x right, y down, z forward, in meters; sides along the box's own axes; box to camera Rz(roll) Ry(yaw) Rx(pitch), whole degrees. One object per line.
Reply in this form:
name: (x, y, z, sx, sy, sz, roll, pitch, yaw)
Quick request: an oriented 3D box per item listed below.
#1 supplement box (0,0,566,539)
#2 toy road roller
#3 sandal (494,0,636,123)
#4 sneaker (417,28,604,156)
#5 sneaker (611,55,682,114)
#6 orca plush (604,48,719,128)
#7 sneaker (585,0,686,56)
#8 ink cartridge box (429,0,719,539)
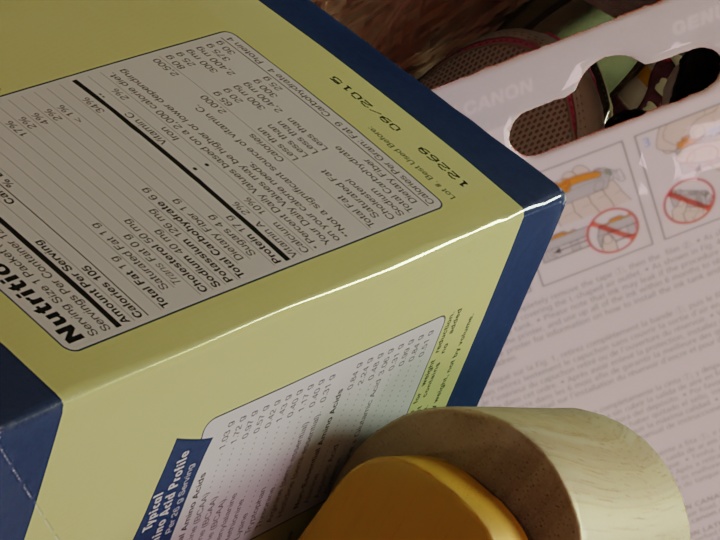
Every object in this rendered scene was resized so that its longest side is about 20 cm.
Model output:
supplement box: (-0.086, 0.046, 0.641, 0.200, 0.134, 0.200, -22, 142, -48)
toy road roller: (0.031, 0.144, 0.639, 0.200, 0.146, 0.123, -58, 156, 13)
sandal: (0.051, -0.019, 0.883, 0.201, 0.057, 0.080, -57, 155, 10)
sneaker: (0.000, 0.000, 0.793, 0.200, 0.081, 0.088, -49, 157, -8)
sneaker: (0.127, -0.067, 0.938, 0.200, 0.075, 0.090, -48, 157, -32)
orca plush: (0.139, -0.032, 0.806, 0.105, 0.071, 0.200, 3, 154, -13)
sneaker: (0.087, -0.138, 0.790, 0.200, 0.071, 0.099, 26, 70, -45)
ink cartridge box: (0.087, 0.001, 0.756, 0.160, 0.047, 0.200, -21, 125, 0)
